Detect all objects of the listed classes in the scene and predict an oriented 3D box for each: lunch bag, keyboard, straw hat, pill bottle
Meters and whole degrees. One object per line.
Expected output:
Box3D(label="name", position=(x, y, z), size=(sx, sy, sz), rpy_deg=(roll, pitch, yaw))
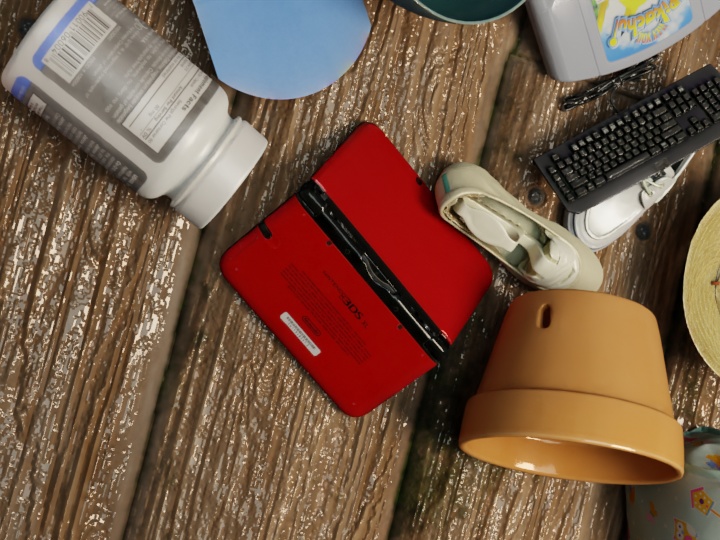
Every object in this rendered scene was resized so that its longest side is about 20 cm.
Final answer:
Box3D(label="lunch bag", position=(0.340, 0.248, 0.984), size=(0.120, 0.200, 0.173), rpy_deg=(-4, 92, -16))
Box3D(label="keyboard", position=(0.255, -0.144, 1.003), size=(0.198, 0.021, 0.128), rpy_deg=(-28, 59, -4))
Box3D(label="straw hat", position=(0.377, 0.019, 1.047), size=(0.198, 0.085, 0.204), rpy_deg=(1, 86, -19))
Box3D(label="pill bottle", position=(-0.181, -0.133, 0.863), size=(0.199, 0.114, 0.114), rpy_deg=(39, 81, -14))

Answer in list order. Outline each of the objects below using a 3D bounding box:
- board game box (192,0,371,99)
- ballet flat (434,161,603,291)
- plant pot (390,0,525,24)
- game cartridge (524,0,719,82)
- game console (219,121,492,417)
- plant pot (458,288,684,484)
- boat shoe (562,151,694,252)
Box3D(label="board game box", position=(-0.081, -0.251, 0.928), size=(0.156, 0.039, 0.203), rpy_deg=(-21, 98, -24))
Box3D(label="ballet flat", position=(0.151, -0.025, 0.985), size=(0.199, 0.069, 0.070), rpy_deg=(33, 83, -13))
Box3D(label="plant pot", position=(0.057, -0.315, 0.905), size=(0.198, 0.134, 0.203), rpy_deg=(-7, 103, -30))
Box3D(label="game cartridge", position=(0.256, -0.266, 0.994), size=(0.198, 0.041, 0.134), rpy_deg=(-27, 123, -2))
Box3D(label="game console", position=(0.000, 0.000, 0.970), size=(0.172, 0.119, 0.200), rpy_deg=(-37, 102, 20))
Box3D(label="plant pot", position=(0.196, 0.105, 0.951), size=(0.198, 0.200, 0.142), rpy_deg=(16, 72, -16))
Box3D(label="boat shoe", position=(0.273, -0.103, 1.021), size=(0.073, 0.067, 0.201), rpy_deg=(39, 81, -14))
